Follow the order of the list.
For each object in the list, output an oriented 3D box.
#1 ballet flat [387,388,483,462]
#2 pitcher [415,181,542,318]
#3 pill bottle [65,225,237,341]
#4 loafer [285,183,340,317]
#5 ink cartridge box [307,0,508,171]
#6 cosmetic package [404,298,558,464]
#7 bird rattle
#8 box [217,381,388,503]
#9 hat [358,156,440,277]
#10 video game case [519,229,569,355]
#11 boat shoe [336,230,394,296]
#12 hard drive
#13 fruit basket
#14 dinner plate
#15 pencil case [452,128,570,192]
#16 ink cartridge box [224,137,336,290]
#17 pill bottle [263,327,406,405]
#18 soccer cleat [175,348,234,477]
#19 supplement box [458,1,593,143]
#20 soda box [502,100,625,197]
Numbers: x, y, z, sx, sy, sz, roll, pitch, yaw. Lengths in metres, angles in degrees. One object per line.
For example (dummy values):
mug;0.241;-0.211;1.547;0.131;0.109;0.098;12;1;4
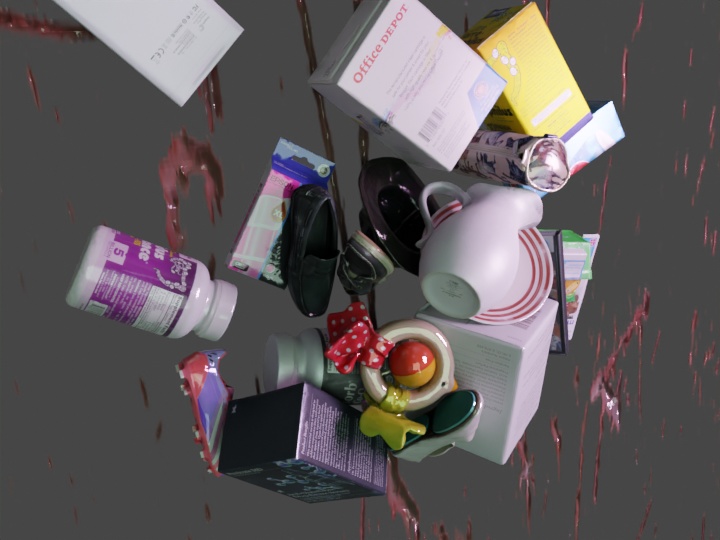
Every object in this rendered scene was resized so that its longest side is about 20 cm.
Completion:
ballet flat;0.119;0.223;0.930;0.069;0.070;0.200;25;138;-24
pitcher;0.134;-0.041;0.885;0.200;0.171;0.121;-55;154;-38
pill bottle;-0.271;0.024;0.872;0.200;0.112;0.112;22;96;-25
loafer;-0.064;-0.020;0.926;0.068;0.070;0.201;-14;118;-31
ink cartridge box;0.059;-0.256;0.901;0.200;0.145;0.147;34;91;-25
cosmetic package;0.180;0.142;0.993;0.167;0.166;0.200;-33;133;-53
bird rattle;0.044;0.128;0.901;0.163;0.113;0.200;-21;93;-4
box;-0.075;0.254;0.946;0.200;0.148;0.107;37;46;-41
hat;0.050;-0.065;0.979;0.200;0.081;0.201;24;52;-34
video game case;0.231;0.036;1.045;0.180;0.025;0.200;0;110;26
boat shoe;0.000;0.000;0.928;0.072;0.200;0.065;44;82;7
hard drive;-0.266;-0.324;0.828;0.200;0.027;0.132;39;89;-25
fruit basket;0.306;0.033;1.101;0.185;0.094;0.200;1;107;-21
dinner plate;0.180;-0.013;0.948;0.200;0.024;0.201;5;63;-10
pencil case;0.205;-0.166;0.955;0.089;0.200;0.078;27;90;-33
ink cartridge box;-0.112;-0.080;0.947;0.095;0.037;0.200;23;94;-25
pill bottle;-0.038;0.144;0.989;0.200;0.116;0.117;4;103;-21
soccer cleat;-0.213;0.211;0.973;0.076;0.067;0.200;-17;107;-20
supplement box;0.234;-0.275;0.981;0.109;0.109;0.200;-41;114;-6
soda box;0.321;-0.192;1.061;0.200;0.064;0.068;-35;113;-8
